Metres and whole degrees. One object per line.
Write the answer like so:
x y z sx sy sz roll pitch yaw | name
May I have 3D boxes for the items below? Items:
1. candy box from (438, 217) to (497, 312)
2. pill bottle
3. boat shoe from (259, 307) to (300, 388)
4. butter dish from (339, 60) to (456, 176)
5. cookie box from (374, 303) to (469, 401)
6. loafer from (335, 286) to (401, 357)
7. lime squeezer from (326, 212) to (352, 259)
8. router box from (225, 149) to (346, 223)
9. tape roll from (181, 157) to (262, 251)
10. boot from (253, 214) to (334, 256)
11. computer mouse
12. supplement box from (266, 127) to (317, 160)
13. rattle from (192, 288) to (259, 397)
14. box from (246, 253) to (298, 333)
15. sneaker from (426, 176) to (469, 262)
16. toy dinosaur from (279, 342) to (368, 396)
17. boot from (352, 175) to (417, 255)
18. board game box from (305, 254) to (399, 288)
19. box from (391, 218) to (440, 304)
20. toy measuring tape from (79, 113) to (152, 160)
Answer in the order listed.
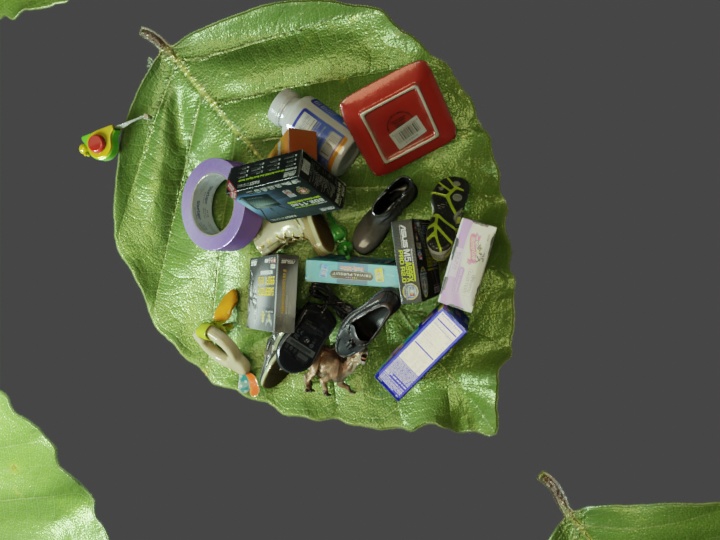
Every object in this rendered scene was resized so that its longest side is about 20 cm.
0.215 -0.015 1.413 0.071 0.200 0.170 17 95 8 | candy box
-0.098 -0.303 1.519 0.199 0.112 0.113 37 99 10 | pill bottle
-0.178 0.169 1.582 0.066 0.071 0.202 39 111 35 | boat shoe
0.070 -0.333 1.470 0.199 0.148 0.200 -26 126 7 | butter dish
0.131 0.157 1.456 0.075 0.171 0.200 44 100 4 | cookie box
0.006 0.112 1.422 0.072 0.063 0.200 40 120 -4 | loafer
-0.051 -0.076 1.536 0.038 0.071 0.201 -36 48 14 | lime squeezer
-0.152 -0.166 1.434 0.198 0.150 0.063 -7 65 34 | router box
-0.306 -0.144 1.561 0.198 0.065 0.203 0 90 34 | tape roll
-0.150 -0.072 1.532 0.155 0.073 0.201 -39 55 13 | boot
-0.104 0.130 1.511 0.138 0.053 0.201 39 91 -16 | computer mouse
-0.152 -0.228 1.481 0.066 0.200 0.070 3 74 -24 | supplement box
-0.275 0.170 1.620 0.200 0.143 0.130 41 133 -7 | rattle
-0.192 0.049 1.511 0.048 0.200 0.160 5 87 -25 | box
0.175 -0.109 1.465 0.075 0.077 0.201 16 61 11 | sneaker
-0.071 0.198 1.549 0.198 0.086 0.137 9 94 16 | toy dinosaur
0.039 -0.119 1.484 0.070 0.132 0.201 37 99 7 | boot
0.000 0.000 1.487 0.198 0.151 0.048 4 97 13 | board game box
0.117 -0.021 1.435 0.044 0.200 0.162 -8 90 18 | box
-0.569 -0.303 1.648 0.198 0.074 0.074 -17 89 13 | toy measuring tape
